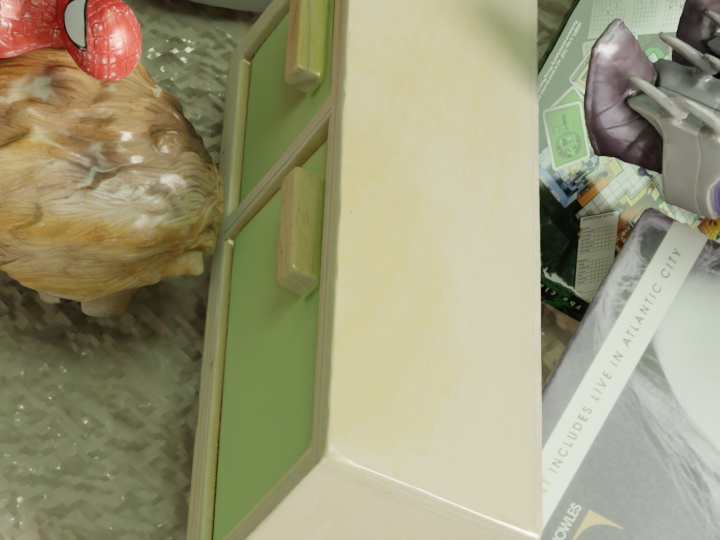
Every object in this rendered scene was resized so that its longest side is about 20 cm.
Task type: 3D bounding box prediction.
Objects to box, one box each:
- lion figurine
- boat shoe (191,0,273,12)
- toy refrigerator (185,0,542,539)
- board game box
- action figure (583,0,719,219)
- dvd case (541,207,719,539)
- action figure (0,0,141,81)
[{"bbox_3d":[-0.109,-0.077,0.843,0.122,0.072,0.200,-8,62,-5],"label":"lion figurine"},{"bbox_3d":[0.015,-0.129,0.927,0.200,0.070,0.071,-3,54,-20],"label":"boat shoe"},{"bbox_3d":[0.000,0.000,0.800,0.070,0.076,0.200,23,45,-21],"label":"toy refrigerator"},{"bbox_3d":[0.114,-0.065,0.895,0.105,0.023,0.200,29,68,3],"label":"board game box"},{"bbox_3d":[0.159,-0.013,0.797,0.200,0.069,0.130,29,54,23],"label":"action figure"},{"bbox_3d":[0.131,0.089,0.798,0.200,0.016,0.149,29,67,7],"label":"dvd case"},{"bbox_3d":[-0.119,-0.130,0.793,0.065,0.099,0.200,-28,58,-28],"label":"action figure"}]
